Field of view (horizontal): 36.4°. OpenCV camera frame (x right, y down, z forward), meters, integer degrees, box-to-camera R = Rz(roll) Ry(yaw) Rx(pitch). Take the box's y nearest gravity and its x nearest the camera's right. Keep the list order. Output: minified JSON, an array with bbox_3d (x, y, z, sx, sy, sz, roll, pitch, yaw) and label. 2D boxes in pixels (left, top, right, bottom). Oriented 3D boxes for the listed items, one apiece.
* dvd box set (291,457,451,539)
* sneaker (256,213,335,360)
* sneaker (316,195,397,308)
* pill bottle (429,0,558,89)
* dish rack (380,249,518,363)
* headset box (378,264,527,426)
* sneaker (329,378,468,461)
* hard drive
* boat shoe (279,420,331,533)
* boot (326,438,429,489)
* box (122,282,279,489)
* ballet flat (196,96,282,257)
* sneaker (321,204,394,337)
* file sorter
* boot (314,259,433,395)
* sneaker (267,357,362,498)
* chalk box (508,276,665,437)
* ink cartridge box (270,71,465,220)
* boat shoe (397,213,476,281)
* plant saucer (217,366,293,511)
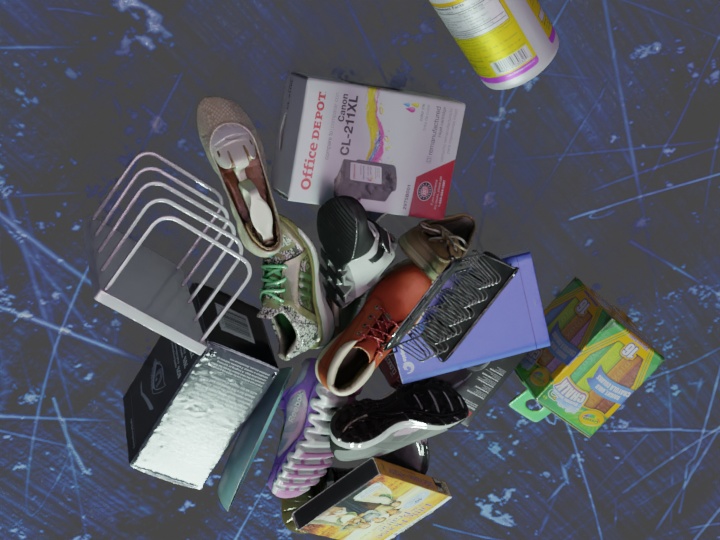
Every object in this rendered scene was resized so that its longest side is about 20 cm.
[{"bbox_3d":[0.019,0.323,1.502,0.146,0.029,0.200,-37,145,16],"label":"dvd box set"},{"bbox_3d":[-0.095,0.023,1.346,0.089,0.077,0.201,-39,116,-45],"label":"sneaker"},{"bbox_3d":[0.001,-0.037,1.280,0.088,0.074,0.200,-28,158,-17],"label":"sneaker"},{"bbox_3d":[0.139,-0.311,1.249,0.104,0.104,0.200,-36,122,5],"label":"pill bottle"},{"bbox_3d":[0.104,0.045,1.291,0.055,0.200,0.154,39,104,14],"label":"dish rack"},{"bbox_3d":[0.130,0.108,1.494,0.149,0.077,0.200,31,104,-28],"label":"headset box"},{"bbox_3d":[0.048,0.199,1.435,0.199,0.074,0.079,-11,145,-20],"label":"sneaker"},{"bbox_3d":[0.134,0.060,1.406,0.199,0.025,0.132,-15,109,2],"label":"hard drive"},{"bbox_3d":[-0.076,0.261,1.523,0.071,0.066,0.202,5,98,2],"label":"boat shoe"},{"bbox_3d":[0.020,0.279,1.540,0.131,0.070,0.201,-4,131,-15],"label":"boot"},{"bbox_3d":[-0.205,0.144,1.369,0.104,0.148,0.200,25,110,-26],"label":"box"},{"bbox_3d":[-0.132,-0.110,1.268,0.067,0.062,0.201,-24,103,-11],"label":"ballet flat"},{"bbox_3d":[0.000,0.000,1.397,0.089,0.067,0.201,-6,116,-8],"label":"sneaker"},{"bbox_3d":[-0.218,-0.028,1.240,0.139,0.200,0.125,32,104,-29],"label":"file sorter"},{"bbox_3d":[0.024,0.072,1.331,0.075,0.107,0.200,39,90,-5],"label":"boot"},{"bbox_3d":[-0.074,0.201,1.445,0.080,0.088,0.201,18,98,-51],"label":"sneaker"},{"bbox_3d":[0.296,0.137,1.532,0.124,0.124,0.200,33,104,-29],"label":"chalk box"},{"bbox_3d":[0.007,-0.146,1.295,0.199,0.083,0.146,6,103,-20],"label":"ink cartridge box"},{"bbox_3d":[0.098,-0.038,1.345,0.063,0.200,0.073,-43,90,17],"label":"boat shoe"},{"bbox_3d":[-0.139,0.212,1.411,0.027,0.200,0.201,25,110,0],"label":"plant saucer"}]
